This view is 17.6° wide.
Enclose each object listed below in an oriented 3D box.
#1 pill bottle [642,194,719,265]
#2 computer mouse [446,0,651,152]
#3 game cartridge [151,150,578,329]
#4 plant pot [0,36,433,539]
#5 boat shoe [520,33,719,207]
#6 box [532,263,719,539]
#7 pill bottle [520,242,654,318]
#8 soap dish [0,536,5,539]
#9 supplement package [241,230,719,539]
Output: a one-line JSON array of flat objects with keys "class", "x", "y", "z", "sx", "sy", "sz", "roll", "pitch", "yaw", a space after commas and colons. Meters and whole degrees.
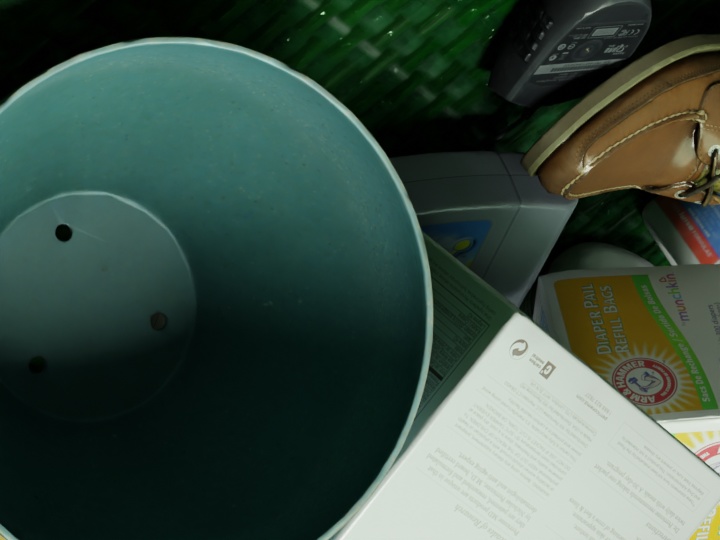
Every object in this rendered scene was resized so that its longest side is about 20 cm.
[{"class": "pill bottle", "x": 0.261, "y": -0.044, "z": 1.245, "sx": 0.199, "sy": 0.113, "sz": 0.112, "roll": -34, "pitch": 154, "yaw": 4}, {"class": "computer mouse", "x": 0.069, "y": -0.079, "z": 1.067, "sx": 0.058, "sy": 0.034, "sz": 0.200, "roll": -7, "pitch": 151, "yaw": -36}, {"class": "game cartridge", "x": 0.000, "y": 0.000, "z": 1.078, "sx": 0.199, "sy": 0.041, "sz": 0.134, "roll": -10, "pitch": 145, "yaw": -24}, {"class": "plant pot", "x": -0.090, "y": 0.016, "z": 0.896, "sx": 0.199, "sy": 0.201, "sz": 0.135, "roll": -22, "pitch": -171, "yaw": -21}, {"class": "boat shoe", "x": 0.160, "y": -0.068, "z": 1.090, "sx": 0.199, "sy": 0.068, "sz": 0.072, "roll": -26, "pitch": 167, "yaw": -39}, {"class": "box", "x": 0.137, "y": 0.108, "z": 1.155, "sx": 0.101, "sy": 0.113, "sz": 0.201, "roll": -3, "pitch": 130, "yaw": -7}, {"class": "pill bottle", "x": 0.099, "y": 0.089, "z": 1.288, "sx": 0.115, "sy": 0.116, "sz": 0.200, "roll": -2, "pitch": 141, "yaw": -47}, {"class": "soap dish", "x": -0.219, "y": 0.107, "z": 0.995, "sx": 0.157, "sy": 0.081, "sz": 0.200, "roll": -41, "pitch": 153, "yaw": 17}, {"class": "supplement package", "x": 0.015, "y": 0.102, "z": 0.984, "sx": 0.152, "sy": 0.151, "sz": 0.200, "roll": 38, "pitch": 92, "yaw": -35}]
